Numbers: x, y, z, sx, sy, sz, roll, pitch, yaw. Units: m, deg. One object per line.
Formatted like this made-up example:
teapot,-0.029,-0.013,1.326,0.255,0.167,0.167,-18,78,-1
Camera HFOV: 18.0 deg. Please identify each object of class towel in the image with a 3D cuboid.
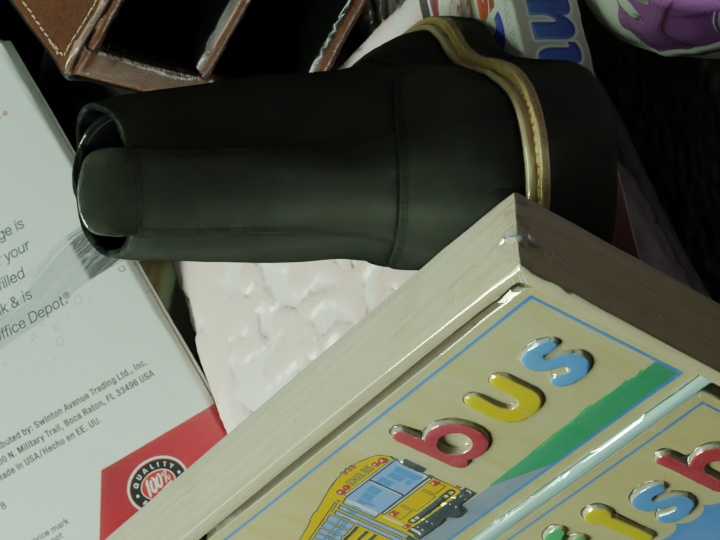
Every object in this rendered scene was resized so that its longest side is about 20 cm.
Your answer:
towel,0.022,0.016,0.752,0.191,0.032,0.201,-44,50,29

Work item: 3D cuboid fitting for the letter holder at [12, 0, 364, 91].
letter holder,-0.072,-0.170,0.788,0.200,0.100,0.143,51,118,39

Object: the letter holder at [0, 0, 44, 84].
letter holder,-0.167,-0.088,1.090,0.200,0.100,0.143,-150,57,-63

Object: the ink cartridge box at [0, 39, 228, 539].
ink cartridge box,-0.144,0.038,0.842,0.201,0.144,0.084,61,170,0

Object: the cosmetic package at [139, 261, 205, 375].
cosmetic package,-0.098,0.106,0.958,0.105,0.071,0.201,52,-141,-53

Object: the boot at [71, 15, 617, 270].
boot,-0.026,-0.035,0.647,0.200,0.137,0.078,-179,86,-74

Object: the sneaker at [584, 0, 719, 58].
sneaker,0.079,-0.098,0.588,0.200,0.113,0.073,163,101,-69

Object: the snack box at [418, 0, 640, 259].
snack box,0.048,-0.047,0.682,0.072,0.024,0.201,118,146,-58

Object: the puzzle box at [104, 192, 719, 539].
puzzle box,0.030,0.066,0.629,0.200,0.133,0.026,-42,34,38

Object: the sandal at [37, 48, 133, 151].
sandal,-0.101,-0.058,0.912,0.075,0.045,0.200,44,154,1
